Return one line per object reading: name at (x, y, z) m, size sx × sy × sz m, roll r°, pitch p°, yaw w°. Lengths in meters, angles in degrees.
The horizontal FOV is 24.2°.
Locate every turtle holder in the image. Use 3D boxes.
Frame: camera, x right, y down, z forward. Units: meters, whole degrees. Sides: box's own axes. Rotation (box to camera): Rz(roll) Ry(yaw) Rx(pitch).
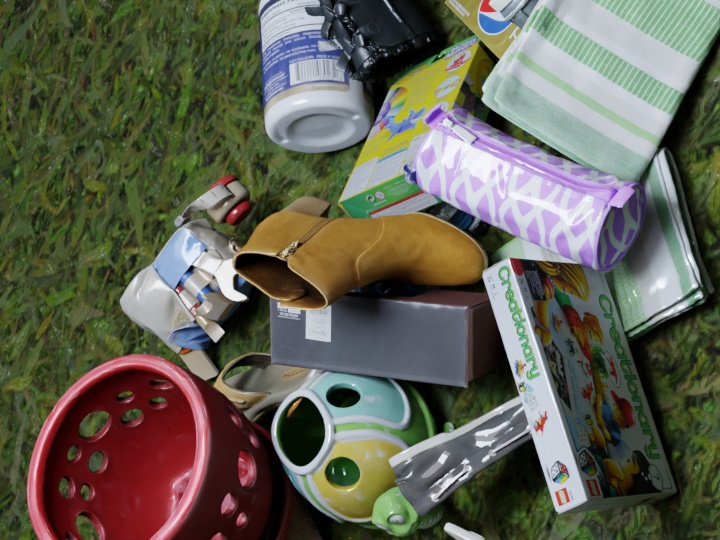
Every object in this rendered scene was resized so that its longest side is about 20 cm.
turtle holder at (-0.004, 0.172, 1.507) m, size 0.141 × 0.131 × 0.186 m, roll -34°, pitch 54°, yaw 32°

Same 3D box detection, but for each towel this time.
towel at (0.210, -0.189, 1.404) m, size 0.201 × 0.152 × 0.023 m, roll -60°, pitch 0°, yaw -7°
towel at (0.203, 0.002, 1.436) m, size 0.200 × 0.031 × 0.150 m, roll -34°, pitch 52°, yaw 36°

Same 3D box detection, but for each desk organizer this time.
desk organizer at (0.023, 0.052, 1.509) m, size 0.199 × 0.077 × 0.072 m, roll 5°, pitch 102°, yaw 29°

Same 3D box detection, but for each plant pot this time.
plant pot at (-0.168, 0.195, 1.518) m, size 0.200 × 0.182 × 0.201 m, roll -14°, pitch 63°, yaw 29°

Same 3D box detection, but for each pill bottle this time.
pill bottle at (-0.047, -0.230, 1.705) m, size 0.111 × 0.111 × 0.201 m, roll -24°, pitch 60°, yaw 38°

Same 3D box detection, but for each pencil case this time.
pencil case at (0.139, -0.072, 1.393) m, size 0.199 × 0.086 × 0.084 m, roll 25°, pitch 53°, yaw 26°

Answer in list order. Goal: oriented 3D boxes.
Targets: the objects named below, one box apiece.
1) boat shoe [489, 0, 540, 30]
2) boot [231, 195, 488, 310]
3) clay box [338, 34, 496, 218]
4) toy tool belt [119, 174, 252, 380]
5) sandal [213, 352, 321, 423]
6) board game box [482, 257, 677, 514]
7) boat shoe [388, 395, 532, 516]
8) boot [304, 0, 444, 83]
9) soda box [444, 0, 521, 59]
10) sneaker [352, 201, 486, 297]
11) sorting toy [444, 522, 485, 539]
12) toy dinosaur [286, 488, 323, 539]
boat shoe at (0.188, -0.274, 1.480) m, size 0.200 × 0.062 × 0.073 m, roll -49°, pitch 4°, yaw -32°
boot at (0.000, -0.001, 1.460) m, size 0.200 × 0.144 × 0.071 m, roll 16°, pitch 120°, yaw 12°
clay box at (0.061, -0.132, 1.563) m, size 0.115 × 0.048 × 0.200 m, roll -21°, pitch 31°, yaw 40°
toy tool belt at (-0.148, 0.012, 1.742) m, size 0.123 × 0.125 × 0.200 m, roll 44°, pitch 116°, yaw 11°
sandal at (-0.108, 0.114, 1.676) m, size 0.200 × 0.054 × 0.081 m, roll -27°, pitch 36°, yaw 35°
board game box at (0.174, 0.089, 1.331) m, size 0.035 × 0.126 × 0.201 m, roll -30°, pitch 68°, yaw 38°
boat shoe at (0.122, 0.142, 1.412) m, size 0.199 × 0.067 × 0.057 m, roll -26°, pitch 83°, yaw 2°
boot at (0.023, -0.281, 1.654) m, size 0.163 × 0.198 × 0.073 m, roll 54°, pitch 144°, yaw 11°
soda box at (0.162, -0.210, 1.518) m, size 0.068 × 0.064 × 0.200 m, roll -54°, pitch 46°, yaw 18°
sneaker at (0.050, -0.033, 1.578) m, size 0.200 × 0.075 × 0.087 m, roll -46°, pitch 41°, yaw 14°
sorting toy at (0.129, 0.331, 1.349) m, size 0.180 × 0.107 × 0.201 m, roll 19°, pitch 90°, yaw 40°
toy dinosaur at (-0.091, 0.230, 1.619) m, size 0.199 × 0.086 × 0.136 m, roll 6°, pitch 74°, yaw 41°
